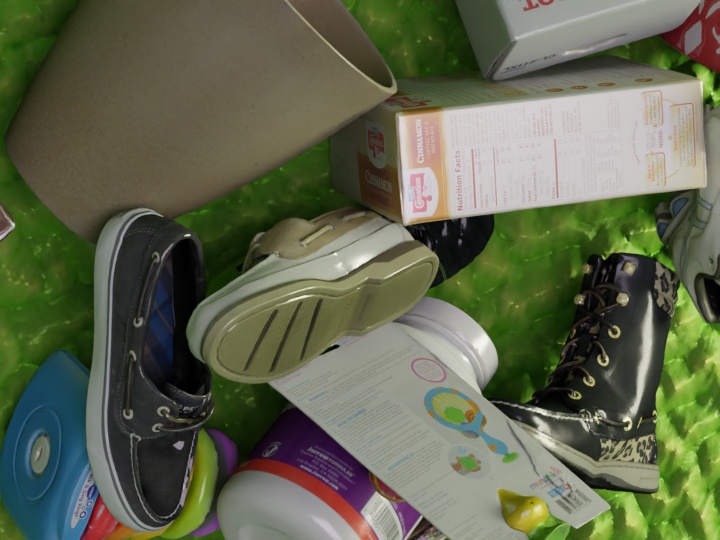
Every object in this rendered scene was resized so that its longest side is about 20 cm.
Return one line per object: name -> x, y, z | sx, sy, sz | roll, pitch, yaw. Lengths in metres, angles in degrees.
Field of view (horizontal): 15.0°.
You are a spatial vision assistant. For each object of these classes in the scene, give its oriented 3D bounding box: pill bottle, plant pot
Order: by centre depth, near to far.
plant pot -> -0.113, -0.114, 1.656 | 0.200, 0.187, 0.187 | -41, 110, 12
pill bottle -> 0.004, 0.111, 1.731 | 0.112, 0.112, 0.200 | 51, 56, -19

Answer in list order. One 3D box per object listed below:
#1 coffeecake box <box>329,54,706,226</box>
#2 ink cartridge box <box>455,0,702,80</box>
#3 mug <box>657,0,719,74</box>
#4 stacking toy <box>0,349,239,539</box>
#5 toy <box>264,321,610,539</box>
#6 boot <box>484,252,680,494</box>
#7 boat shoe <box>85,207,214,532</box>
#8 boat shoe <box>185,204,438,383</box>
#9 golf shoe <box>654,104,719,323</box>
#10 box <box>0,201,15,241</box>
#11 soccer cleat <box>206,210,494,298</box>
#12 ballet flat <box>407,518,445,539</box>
coffeecake box -> 0.096, -0.085, 1.724 | 0.200, 0.154, 0.073 | -7, 102, -15
ink cartridge box -> 0.118, -0.238, 1.701 | 0.146, 0.083, 0.200 | -18, 80, -14
mug -> 0.296, -0.218, 1.765 | 0.177, 0.133, 0.200 | 15, 110, -31
stacking toy -> -0.119, 0.133, 1.740 | 0.200, 0.110, 0.116 | 13, 106, -34
toy -> 0.039, 0.113, 1.638 | 0.115, 0.200, 0.047 | -25, 143, -46
boot -> 0.140, 0.059, 1.765 | 0.204, 0.073, 0.154 | 21, 76, -54
boat shoe -> -0.116, 0.064, 1.623 | 0.070, 0.066, 0.200 | -8, 105, -44
boat shoe -> -0.041, 0.011, 1.637 | 0.200, 0.068, 0.075 | -17, 142, -50
golf shoe -> 0.245, -0.040, 1.731 | 0.078, 0.200, 0.097 | -5, 62, -8
box -> -0.330, -0.075, 1.586 | 0.164, 0.166, 0.200 | -33, 108, -8
soccer cleat -> 0.000, 0.000, 1.749 | 0.200, 0.081, 0.068 | -18, 105, -13
ballet flat -> 0.032, 0.164, 1.803 | 0.200, 0.069, 0.071 | -27, 139, -14
